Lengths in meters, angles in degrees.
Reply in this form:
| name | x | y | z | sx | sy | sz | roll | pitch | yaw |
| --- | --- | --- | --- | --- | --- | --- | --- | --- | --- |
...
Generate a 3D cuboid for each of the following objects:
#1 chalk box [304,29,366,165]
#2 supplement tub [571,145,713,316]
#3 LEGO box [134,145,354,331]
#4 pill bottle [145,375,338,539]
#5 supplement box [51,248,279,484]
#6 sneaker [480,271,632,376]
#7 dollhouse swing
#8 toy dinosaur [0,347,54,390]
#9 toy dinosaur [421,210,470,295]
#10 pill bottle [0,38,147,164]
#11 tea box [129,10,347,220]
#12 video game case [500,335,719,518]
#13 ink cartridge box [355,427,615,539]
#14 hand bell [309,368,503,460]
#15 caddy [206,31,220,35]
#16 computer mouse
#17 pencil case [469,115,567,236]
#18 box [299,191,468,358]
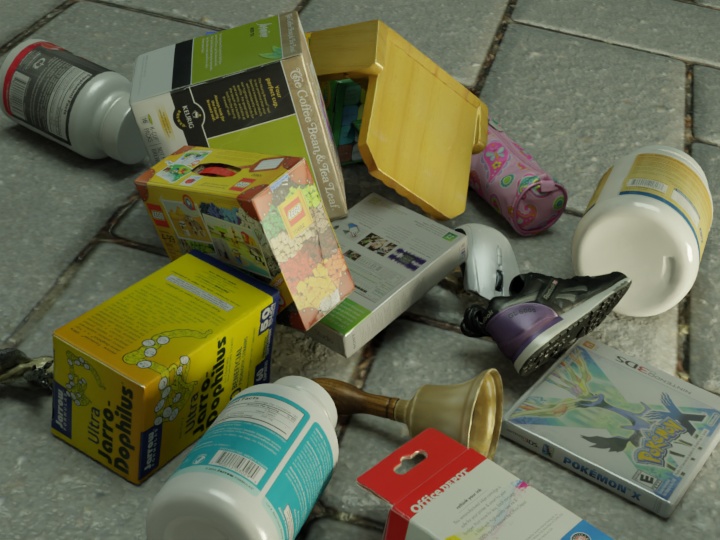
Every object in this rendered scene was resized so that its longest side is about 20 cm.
| name | x | y | z | sx | sy | sz | roll | pitch | yaw |
| --- | --- | --- | --- | --- | --- | --- | --- | --- | --- |
| chalk box | -0.014 | -0.225 | 1.673 | 0.123 | 0.126 | 0.200 | -13 | 38 | -32 |
| supplement tub | 0.334 | -0.053 | 1.469 | 0.143 | 0.147 | 0.200 | 18 | 32 | 14 |
| LEGO box | -0.116 | -0.036 | 1.247 | 0.198 | 0.151 | 0.077 | 11 | 41 | 47 |
| pill bottle | -0.085 | 0.168 | 1.032 | 0.109 | 0.112 | 0.200 | 18 | 32 | 14 |
| supplement box | -0.176 | 0.082 | 1.149 | 0.108 | 0.110 | 0.199 | 24 | 35 | 23 |
| sneaker | 0.205 | 0.027 | 1.311 | 0.199 | 0.076 | 0.088 | -25 | 65 | -42 |
| dollhouse swing | 0.031 | -0.164 | 1.490 | 0.199 | 0.178 | 0.180 | 30 | -18 | -37 |
| toy dinosaur | -0.313 | 0.090 | 1.143 | 0.196 | 0.048 | 0.088 | -1 | -10 | -13 |
| toy dinosaur | 0.076 | -0.031 | 1.469 | 0.100 | 0.059 | 0.201 | 13 | 36 | -24 |
| pill bottle | -0.348 | -0.205 | 1.564 | 0.198 | 0.112 | 0.110 | 26 | 35 | 25 |
| tea box | -0.131 | -0.150 | 1.394 | 0.194 | 0.202 | 0.134 | -14 | 32 | 3 |
| video game case | 0.258 | 0.146 | 1.246 | 0.180 | 0.022 | 0.199 | 25 | 35 | 24 |
| ink cartridge box | 0.098 | 0.223 | 1.035 | 0.199 | 0.068 | 0.116 | 30 | 36 | 30 |
| hand bell | 0.024 | 0.128 | 1.174 | 0.197 | 0.106 | 0.104 | 8 | 29 | 22 |
| caddy | -0.150 | -0.231 | 1.631 | 0.103 | 0.143 | 0.201 | 1 | 33 | -7 |
| computer mouse | 0.145 | 0.005 | 1.381 | 0.108 | 0.044 | 0.202 | 15 | 37 | -21 |
| pencil case | 0.183 | -0.127 | 1.609 | 0.086 | 0.089 | 0.201 | -6 | 35 | -23 |
| box | 0.000 | 0.000 | 1.344 | 0.143 | 0.037 | 0.199 | 27 | 49 | 36 |
